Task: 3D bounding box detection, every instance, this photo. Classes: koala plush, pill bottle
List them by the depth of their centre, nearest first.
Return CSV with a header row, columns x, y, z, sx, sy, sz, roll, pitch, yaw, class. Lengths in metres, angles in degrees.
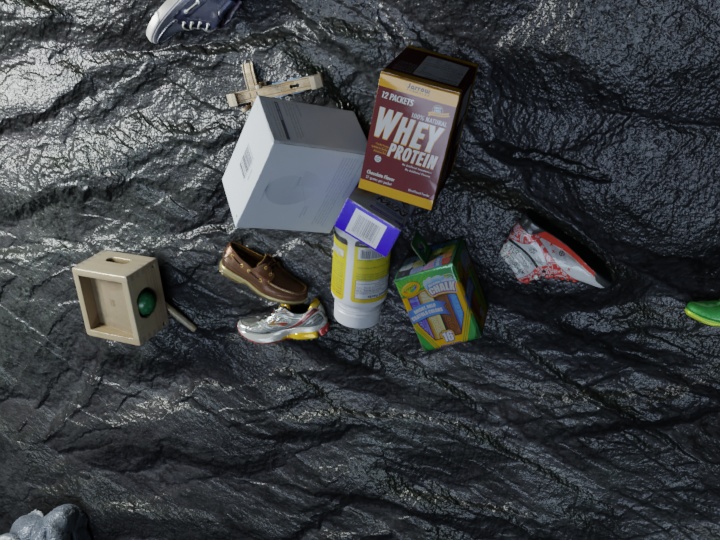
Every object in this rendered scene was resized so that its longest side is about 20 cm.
x,y,z,sx,sy,sz,roll,pitch,yaw,class
0.000,0.000,1.583,0.111,0.115,0.205,11,118,12,pill bottle
-0.835,0.694,2.159,0.195,0.177,0.189,4,105,16,koala plush

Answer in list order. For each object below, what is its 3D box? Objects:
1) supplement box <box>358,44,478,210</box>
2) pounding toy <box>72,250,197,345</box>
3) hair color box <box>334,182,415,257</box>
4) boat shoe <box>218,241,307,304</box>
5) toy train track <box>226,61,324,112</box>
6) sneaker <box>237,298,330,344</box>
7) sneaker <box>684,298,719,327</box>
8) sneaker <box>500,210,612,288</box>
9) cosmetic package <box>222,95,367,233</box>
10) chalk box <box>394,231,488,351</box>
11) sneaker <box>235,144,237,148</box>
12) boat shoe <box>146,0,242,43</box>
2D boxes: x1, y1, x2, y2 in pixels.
x,y,z,sx,sy,sz,roll,pitch,yaw,class
0.099,-0.244,1.384,0.130,0.201,0.201,17,119,9,supplement box
-0.482,0.064,1.772,0.196,0.142,0.189,8,117,26,pounding toy
0.038,-0.113,1.466,0.108,0.201,0.066,30,119,1,hair color box
-0.195,0.005,1.672,0.196,0.072,0.069,25,122,8,boat shoe
-0.162,-0.331,1.524,0.195,0.033,0.117,-7,112,20,toy train track
-0.162,0.098,1.711,0.195,0.078,0.084,-8,109,11,sneaker
0.667,0.057,1.431,0.195,0.074,0.086,-4,89,23,sneaker
0.350,-0.009,1.494,0.200,0.067,0.109,36,121,3,sneaker
-0.115,-0.182,1.458,0.196,0.125,0.201,4,138,-32,cosmetic package
0.147,0.024,1.541,0.121,0.125,0.204,-15,111,23,chalk box
-0.139,-0.239,1.528,0.196,0.088,0.077,-14,108,19,sneaker
-0.299,-0.456,1.483,0.199,0.075,0.093,-38,92,28,boat shoe
